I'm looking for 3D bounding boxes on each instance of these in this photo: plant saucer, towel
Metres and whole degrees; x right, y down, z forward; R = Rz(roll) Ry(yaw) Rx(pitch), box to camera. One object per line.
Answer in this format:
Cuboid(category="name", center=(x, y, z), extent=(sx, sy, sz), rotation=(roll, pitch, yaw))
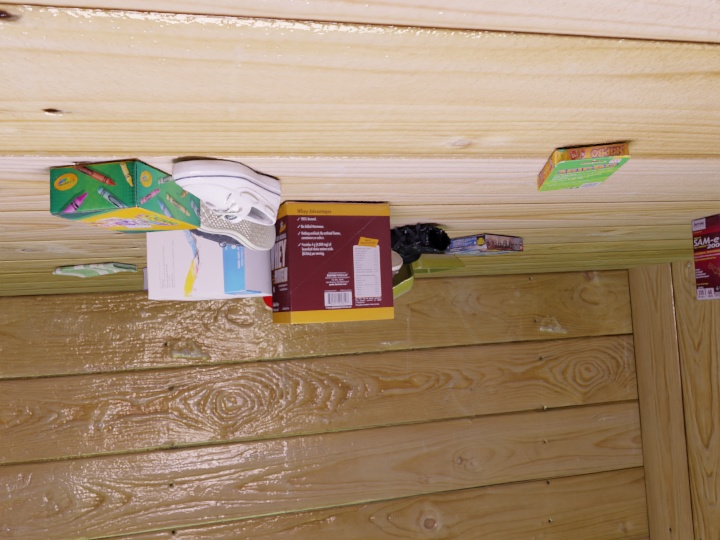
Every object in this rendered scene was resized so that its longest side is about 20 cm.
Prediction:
Cuboid(category="plant saucer", center=(0.210, -0.022, 2.222), extent=(0.196, 0.049, 0.198), rotation=(-1, 175, -33))
Cuboid(category="plant saucer", center=(0.058, 0.031, 1.791), extent=(0.197, 0.048, 0.201), rotation=(-30, -154, 13))
Cuboid(category="towel", center=(-0.777, -0.001, 1.995), extent=(0.195, 0.024, 0.152), rotation=(-4, 175, 10))

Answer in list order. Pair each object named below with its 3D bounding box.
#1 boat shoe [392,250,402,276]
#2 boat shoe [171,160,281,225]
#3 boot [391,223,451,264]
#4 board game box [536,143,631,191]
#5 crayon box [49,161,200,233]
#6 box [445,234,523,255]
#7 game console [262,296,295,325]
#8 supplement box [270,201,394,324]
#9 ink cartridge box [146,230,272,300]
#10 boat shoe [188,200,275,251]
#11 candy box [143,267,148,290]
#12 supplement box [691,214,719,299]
Cuboid(category="boat shoe", center=(0.000, 0.000, 1.496), extent=(0.196, 0.073, 0.060), rotation=(-8, 140, -30))
Cuboid(category="boat shoe", center=(-0.166, -0.098, 0.896), extent=(0.072, 0.069, 0.198), rotation=(-6, 175, 32))
Cuboid(category="boot", center=(0.137, -0.062, 1.593), extent=(0.160, 0.075, 0.196), rotation=(-6, 171, 36))
Cuboid(category="board game box", center=(0.308, -0.143, 0.953), extent=(0.093, 0.031, 0.200), rotation=(-5, 178, 7))
Cuboid(category="crayon box", center=(-0.305, -0.093, 0.908), extent=(0.116, 0.060, 0.200), rotation=(-4, 176, 9))
Cuboid(category="box", center=(0.343, -0.068, 1.874), extent=(0.135, 0.041, 0.198), rotation=(-6, 175, 42))
Cuboid(category="game console", center=(-0.144, 0.007, 1.539), extent=(0.168, 0.204, 0.119), rotation=(-14, -143, -11))
Cuboid(category="supplement box", center=(-0.055, -0.011, 1.219), extent=(0.193, 0.206, 0.132), rotation=(-1, 176, -21))
Cuboid(category="ink cartridge box", center=(-0.278, -0.023, 1.268), extent=(0.195, 0.149, 0.147), rotation=(-4, 175, 13))
Cuboid(category="boat shoe", center=(-0.215, -0.077, 1.117), extent=(0.061, 0.077, 0.198), rotation=(-4, 169, 35))
Cuboid(category="candy box", center=(-0.578, 0.027, 2.194), extent=(0.163, 0.074, 0.200), rotation=(-5, 175, 12))
Cuboid(category="supplement box", center=(0.893, -0.031, 1.699), extent=(0.059, 0.206, 0.109), rotation=(-1, 175, -10))
